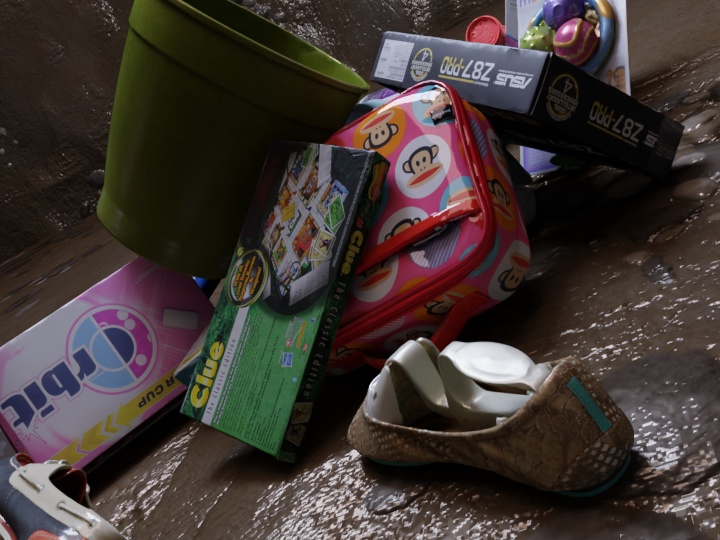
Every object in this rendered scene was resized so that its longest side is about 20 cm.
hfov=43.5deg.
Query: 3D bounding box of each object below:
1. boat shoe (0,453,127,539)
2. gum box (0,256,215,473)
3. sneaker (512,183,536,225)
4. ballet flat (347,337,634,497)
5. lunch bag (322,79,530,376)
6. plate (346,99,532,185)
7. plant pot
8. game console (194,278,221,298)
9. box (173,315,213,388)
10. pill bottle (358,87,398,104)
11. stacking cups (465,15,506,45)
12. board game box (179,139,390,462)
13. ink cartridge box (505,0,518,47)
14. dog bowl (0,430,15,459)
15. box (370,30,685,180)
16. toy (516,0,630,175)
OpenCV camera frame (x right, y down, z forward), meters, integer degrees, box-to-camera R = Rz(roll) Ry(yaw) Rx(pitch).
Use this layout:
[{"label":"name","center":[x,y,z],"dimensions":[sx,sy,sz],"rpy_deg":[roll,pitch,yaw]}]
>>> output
[{"label":"boat shoe","center":[-0.201,0.159,0.589],"dimensions":[0.063,0.071,0.199],"rpy_deg":[-48,26,-13]},{"label":"gum box","center":[-0.211,0.082,0.748],"dimensions":[0.199,0.114,0.066],"rpy_deg":[-37,-4,-26]},{"label":"sneaker","center":[0.061,-0.072,0.771],"dimensions":[0.080,0.076,0.199],"rpy_deg":[-28,45,-33]},{"label":"ballet flat","center":[0.049,0.064,0.460],"dimensions":[0.070,0.066,0.198],"rpy_deg":[-39,18,-33]},{"label":"lunch bag","center":[0.016,-0.013,0.627],"dimensions":[0.198,0.081,0.179],"rpy_deg":[-29,57,27]},{"label":"plate","center":[0.065,-0.120,0.819],"dimensions":[0.026,0.197,0.200],"rpy_deg":[-71,19,2]},{"label":"plant pot","center":[-0.121,-0.107,0.733],"dimensions":[0.195,0.198,0.201],"rpy_deg":[-62,8,15]},{"label":"game console","center":[-0.118,-0.014,0.944],"dimensions":[0.201,0.116,0.173],"rpy_deg":[-52,28,42]},{"label":"box","center":[-0.071,0.014,0.745],"dimensions":[0.082,0.049,0.201],"rpy_deg":[-36,19,51]},{"label":"pill bottle","center":[0.063,-0.167,1.065],"dimensions":[0.112,0.114,0.198],"rpy_deg":[-40,19,-35]},{"label":"stacking cups","center":[0.169,-0.231,1.016],"dimensions":[0.060,0.062,0.199],"rpy_deg":[-23,-12,19]},{"label":"board game box","center":[-0.052,0.014,0.603],"dimensions":[0.104,0.023,0.204],"rpy_deg":[14,83,40]},{"label":"ink cartridge box","center":[0.206,-0.264,0.940],"dimensions":[0.067,0.203,0.116],"rpy_deg":[20,44,32]},{"label":"dog bowl","center":[-0.365,0.150,0.943],"dimensions":[0.197,0.059,0.201],"rpy_deg":[-28,16,9]},{"label":"box","center":[0.124,-0.131,0.704],"dimensions":[0.159,0.050,0.199],"rpy_deg":[14,8,-37]},{"label":"toy","center":[0.181,-0.195,0.810],"dimensions":[0.114,0.205,0.047],"rpy_deg":[-9,-12,42]}]
